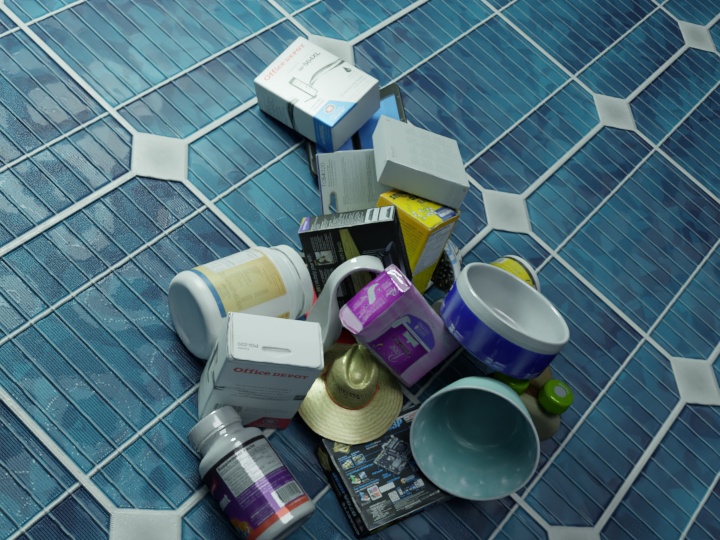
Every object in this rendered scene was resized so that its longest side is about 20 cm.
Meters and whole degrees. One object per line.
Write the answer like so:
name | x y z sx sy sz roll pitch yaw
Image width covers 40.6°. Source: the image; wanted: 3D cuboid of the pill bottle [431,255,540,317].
pill bottle | 0.222 0.056 1.758 0.200 0.111 0.111 -26 70 -34

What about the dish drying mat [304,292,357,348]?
dish drying mat | -0.047 0.106 1.664 0.077 0.018 0.200 -7 61 -26

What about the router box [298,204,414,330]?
router box | 0.000 0.000 1.586 0.157 0.200 0.052 -7 32 12

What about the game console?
game console | -0.010 -0.273 1.878 0.170 0.118 0.200 8 54 -27

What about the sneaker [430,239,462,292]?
sneaker | 0.158 -0.014 1.757 0.072 0.072 0.200 11 19 -11

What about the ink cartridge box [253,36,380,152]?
ink cartridge box | -0.083 -0.338 1.864 0.200 0.084 0.146 33 67 21

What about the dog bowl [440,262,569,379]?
dog bowl | 0.230 0.079 1.559 0.200 0.079 0.200 26 26 -13

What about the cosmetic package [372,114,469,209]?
cosmetic package | 0.101 -0.192 1.694 0.150 0.052 0.200 20 28 -13

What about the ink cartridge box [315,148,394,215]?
ink cartridge box | 0.008 -0.121 1.770 0.199 0.043 0.197 -7 95 -28

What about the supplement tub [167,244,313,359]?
supplement tub | -0.191 0.046 1.562 0.200 0.145 0.145 -21 67 -34

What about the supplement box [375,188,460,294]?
supplement box | 0.070 -0.034 1.673 0.109 0.200 0.109 35 34 19

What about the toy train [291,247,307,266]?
toy train | -0.056 -0.009 1.671 0.199 0.046 0.034 5 33 27

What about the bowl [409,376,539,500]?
bowl | 0.184 0.245 1.518 0.201 0.201 0.105 33 28 1

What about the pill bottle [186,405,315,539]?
pill bottle | -0.165 0.300 1.417 0.111 0.112 0.200 -27 70 -35

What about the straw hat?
straw hat | -0.011 0.169 1.549 0.200 0.085 0.201 10 45 -10

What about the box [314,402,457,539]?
box | 0.049 0.314 1.543 0.200 0.046 0.159 -16 64 -32

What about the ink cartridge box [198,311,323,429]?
ink cartridge box | -0.154 0.154 1.466 0.145 0.200 0.085 8 54 -19

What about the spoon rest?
spoon rest | -0.042 0.054 1.547 0.061 0.200 0.099 24 25 -28

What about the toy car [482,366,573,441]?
toy car | 0.266 0.186 1.663 0.157 0.164 0.200 22 42 -8

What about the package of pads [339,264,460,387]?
package of pads | 0.064 0.093 1.536 0.120 0.200 0.076 -41 45 1
